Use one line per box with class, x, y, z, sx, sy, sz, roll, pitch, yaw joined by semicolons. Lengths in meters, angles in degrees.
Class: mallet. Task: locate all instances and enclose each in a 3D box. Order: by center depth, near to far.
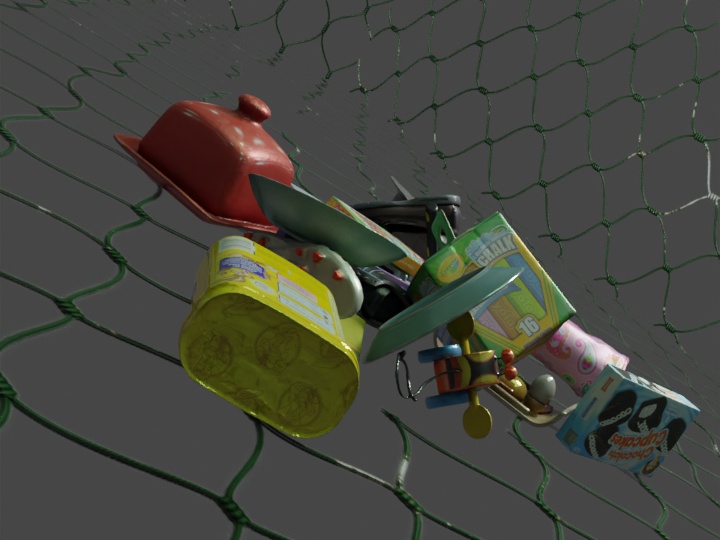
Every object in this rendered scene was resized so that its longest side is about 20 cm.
mallet;0.092;-0.011;1.513;0.041;0.201;0.066;-17;36;-15

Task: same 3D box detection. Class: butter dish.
butter dish;-0.163;-0.147;1.400;0.199;0.148;0.200;39;12;23

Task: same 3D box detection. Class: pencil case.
pencil case;0.260;0.098;1.521;0.199;0.088;0.087;37;11;-1

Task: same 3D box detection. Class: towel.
towel;-0.035;0.062;1.233;0.086;0.018;0.200;37;11;-5

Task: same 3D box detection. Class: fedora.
fedora;0.088;-0.048;1.816;0.200;0.090;0.177;40;10;-30

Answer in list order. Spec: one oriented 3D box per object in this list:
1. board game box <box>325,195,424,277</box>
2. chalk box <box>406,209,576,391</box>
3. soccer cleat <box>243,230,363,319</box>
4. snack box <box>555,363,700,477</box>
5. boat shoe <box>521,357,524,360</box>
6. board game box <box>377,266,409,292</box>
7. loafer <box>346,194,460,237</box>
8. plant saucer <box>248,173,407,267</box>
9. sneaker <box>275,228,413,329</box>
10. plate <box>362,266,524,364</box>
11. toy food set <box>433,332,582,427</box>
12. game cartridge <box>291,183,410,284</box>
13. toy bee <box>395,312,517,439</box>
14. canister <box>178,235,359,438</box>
board game box;0.027;-0.042;1.607;0.199;0.030;0.096;27;14;-44
chalk box;0.140;0.021;1.381;0.200;0.123;0.125;53;-16;11
soccer cleat;-0.053;0.000;1.229;0.077;0.070;0.199;10;10;-43
snack box;0.349;0.198;1.477;0.199;0.117;0.037;22;16;-43
boat shoe;0.211;0.094;1.660;0.072;0.073;0.200;30;-1;14
board game box;0.000;0.000;1.474;0.199;0.032;0.120;30;-7;-16
loafer;0.052;-0.072;1.693;0.198;0.064;0.072;-6;-5;15
plant saucer;-0.044;-0.045;1.270;0.200;0.039;0.201;27;-3;1
sneaker;-0.013;0.009;1.369;0.199;0.070;0.078;32;4;-17
plate;0.082;0.039;1.210;0.026;0.199;0.200;60;12;-1
toy food set;0.196;0.126;1.488;0.200;0.061;0.143;38;12;17
game cartridge;-0.024;-0.046;1.613;0.199;0.042;0.133;33;6;-32
toy bee;0.115;0.115;1.196;0.200;0.108;0.132;-53;131;-70
canister;-0.080;0.049;0.987;0.148;0.087;0.200;31;10;-13
